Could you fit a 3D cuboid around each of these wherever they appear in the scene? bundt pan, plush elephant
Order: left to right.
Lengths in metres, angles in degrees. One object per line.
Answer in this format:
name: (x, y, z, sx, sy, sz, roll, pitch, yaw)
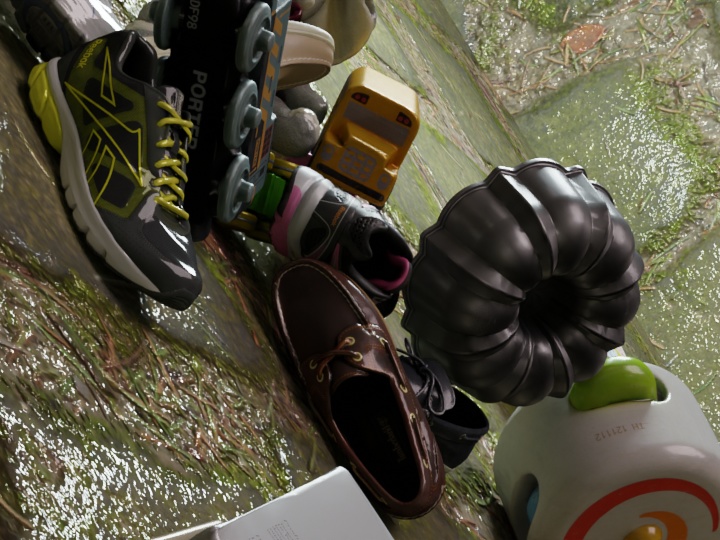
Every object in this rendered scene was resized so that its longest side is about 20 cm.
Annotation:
plush elephant: (-0.076, -0.194, 1.778, 0.164, 0.155, 0.200, 30, 6, -5)
bundt pan: (0.135, 0.020, 1.796, 0.202, 0.202, 0.076, 46, -1, -40)

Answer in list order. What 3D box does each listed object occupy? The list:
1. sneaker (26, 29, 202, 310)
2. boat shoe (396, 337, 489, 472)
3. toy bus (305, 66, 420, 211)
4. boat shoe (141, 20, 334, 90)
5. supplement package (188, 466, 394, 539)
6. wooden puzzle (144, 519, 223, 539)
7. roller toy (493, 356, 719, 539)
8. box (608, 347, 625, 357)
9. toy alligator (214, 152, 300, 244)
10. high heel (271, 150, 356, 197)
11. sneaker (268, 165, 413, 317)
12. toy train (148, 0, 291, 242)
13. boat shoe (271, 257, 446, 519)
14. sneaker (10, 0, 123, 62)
sneaker: (-0.136, -0.068, 1.405, 0.201, 0.084, 0.074, 61, 13, 28)
boat shoe: (0.034, 0.090, 1.736, 0.200, 0.062, 0.075, 41, 20, -49)
toy bus: (0.005, -0.104, 1.793, 0.065, 0.079, 0.200, 28, 9, -4)
boat shoe: (-0.097, -0.130, 1.632, 0.199, 0.072, 0.065, -9, 70, -40)
supplement package: (-0.034, 0.201, 0.893, 0.192, 0.147, 0.200, 57, 11, 6)
wooden puzzle: (-0.044, 0.201, 1.117, 0.186, 0.046, 0.200, 58, 11, 10)
roller toy: (0.212, 0.181, 1.906, 0.200, 0.182, 0.140, 34, 22, -37)
box: (0.189, 0.077, 2.325, 0.200, 0.101, 0.113, 46, 15, -40)
toy alligator: (-0.069, -0.051, 1.710, 0.054, 0.060, 0.200, 12, -6, 31)
high heel: (-0.017, -0.040, 1.884, 0.096, 0.067, 0.200, 37, 6, -30)
sneaker: (0.000, 0.000, 1.698, 0.086, 0.081, 0.200, 25, -8, 23)
toy train: (-0.092, -0.120, 1.518, 0.085, 0.201, 0.114, 15, 27, 11)
boat shoe: (-0.002, 0.077, 1.593, 0.201, 0.070, 0.070, 58, 7, 11)
sneaker: (-0.193, -0.202, 1.495, 0.200, 0.087, 0.074, 56, -28, -11)
